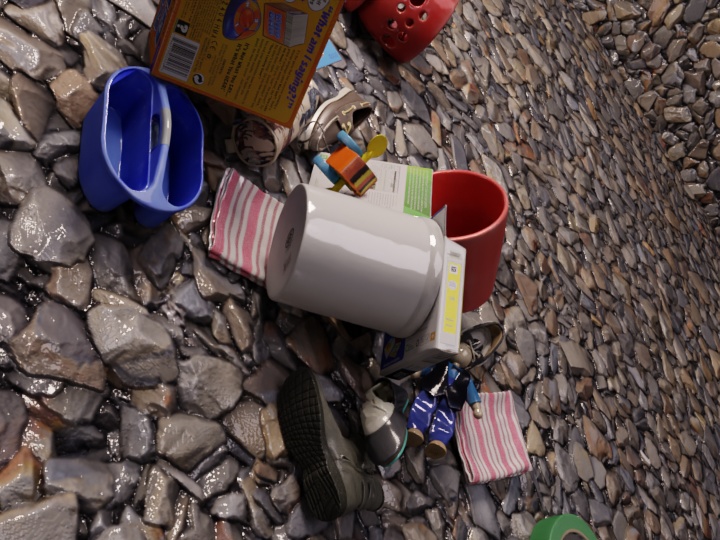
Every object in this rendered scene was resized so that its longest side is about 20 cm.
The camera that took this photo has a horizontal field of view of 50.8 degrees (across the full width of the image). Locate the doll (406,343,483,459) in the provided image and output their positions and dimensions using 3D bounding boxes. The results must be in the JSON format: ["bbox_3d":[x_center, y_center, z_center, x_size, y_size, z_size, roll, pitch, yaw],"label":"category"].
[{"bbox_3d":[0.136,0.200,1.209,0.134,0.049,0.202,27,50,1],"label":"doll"}]

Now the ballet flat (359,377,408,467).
[{"bbox_3d":[0.028,0.203,1.066,0.074,0.072,0.200,55,14,-8],"label":"ballet flat"}]

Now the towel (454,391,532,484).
[{"bbox_3d":[0.227,0.281,1.302,0.198,0.030,0.149,8,63,-47],"label":"towel"}]

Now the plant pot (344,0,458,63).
[{"bbox_3d":[0.077,-0.552,1.518,0.181,0.200,0.203,35,44,-19],"label":"plant pot"}]

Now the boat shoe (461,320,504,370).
[{"bbox_3d":[0.192,0.139,1.334,0.198,0.060,0.075,-18,83,-52],"label":"boat shoe"}]

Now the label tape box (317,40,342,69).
[{"bbox_3d":[-0.136,-0.416,1.287,0.202,0.063,0.144,58,37,-5],"label":"label tape box"}]

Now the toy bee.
[{"bbox_3d":[-0.012,-0.152,1.104,0.109,0.130,0.202,44,24,-32],"label":"toy bee"}]

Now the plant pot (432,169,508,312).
[{"bbox_3d":[0.153,-0.041,1.272,0.202,0.196,0.180,-65,153,-46],"label":"plant pot"}]

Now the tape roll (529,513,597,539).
[{"bbox_3d":[0.364,0.529,1.308,0.199,0.048,0.204,28,49,-37],"label":"tape roll"}]

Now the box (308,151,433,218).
[{"bbox_3d":[0.016,-0.123,1.197,0.195,0.037,0.146,8,39,2],"label":"box"}]

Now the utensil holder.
[{"bbox_3d":[-0.011,-0.015,1.031,0.196,0.170,0.173,16,54,-20],"label":"utensil holder"}]

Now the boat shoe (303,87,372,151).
[{"bbox_3d":[-0.036,-0.251,1.288,0.059,0.073,0.201,26,36,6],"label":"boat shoe"}]

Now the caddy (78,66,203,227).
[{"bbox_3d":[-0.265,-0.155,0.940,0.140,0.104,0.204,21,53,-42],"label":"caddy"}]

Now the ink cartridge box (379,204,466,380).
[{"bbox_3d":[0.089,0.039,1.087,0.046,0.198,0.204,15,68,-15],"label":"ink cartridge box"}]

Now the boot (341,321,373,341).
[{"bbox_3d":[0.000,0.000,1.189,0.137,0.077,0.203,-20,83,-48],"label":"boot"}]

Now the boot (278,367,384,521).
[{"bbox_3d":[-0.037,0.233,1.024,0.130,0.067,0.204,11,59,-60],"label":"boot"}]

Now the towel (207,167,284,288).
[{"bbox_3d":[-0.129,-0.043,1.096,0.198,0.030,0.149,31,48,-35],"label":"towel"}]

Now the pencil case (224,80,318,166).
[{"bbox_3d":[-0.130,-0.237,1.168,0.201,0.087,0.079,-62,159,-51],"label":"pencil case"}]

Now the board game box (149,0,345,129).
[{"bbox_3d":[-0.158,-0.349,1.022,0.196,0.203,0.201,17,25,-25],"label":"board game box"}]
